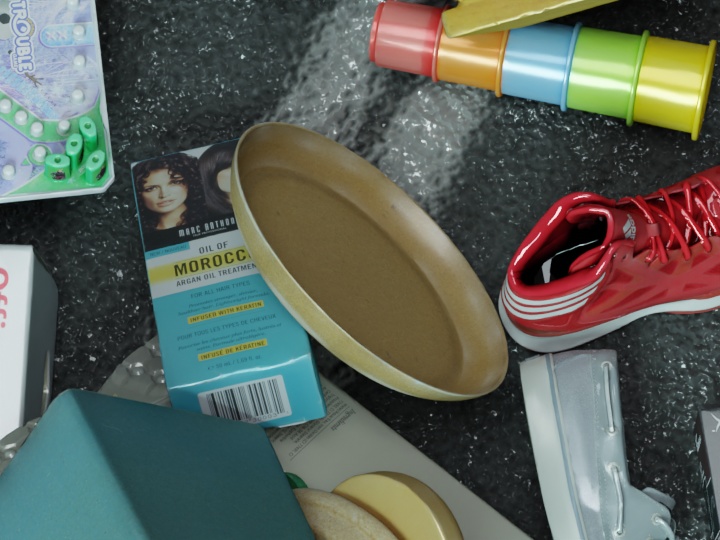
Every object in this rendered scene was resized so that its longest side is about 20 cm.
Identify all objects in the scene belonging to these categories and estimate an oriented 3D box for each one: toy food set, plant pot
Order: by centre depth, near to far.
[{"bbox_3d":[-0.097,0.187,1.485,0.141,0.141,0.200,-54,46,23],"label":"plant pot"},{"bbox_3d":[-0.007,0.204,1.569,0.049,0.198,0.200,-20,97,-40],"label":"toy food set"},{"bbox_3d":[0.000,0.000,1.628,0.027,0.200,0.200,-45,76,23],"label":"plant pot"}]

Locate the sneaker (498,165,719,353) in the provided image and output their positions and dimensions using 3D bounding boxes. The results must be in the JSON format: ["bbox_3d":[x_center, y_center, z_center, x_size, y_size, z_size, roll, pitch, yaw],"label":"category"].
[{"bbox_3d":[0.173,-0.017,1.646,0.200,0.116,0.078,-28,76,-3],"label":"sneaker"}]

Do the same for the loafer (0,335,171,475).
[{"bbox_3d":[-0.145,0.107,1.615,0.070,0.070,0.200,21,38,33],"label":"loafer"}]

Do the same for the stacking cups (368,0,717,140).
[{"bbox_3d":[0.106,-0.127,1.708,0.200,0.061,0.061,14,78,8],"label":"stacking cups"}]

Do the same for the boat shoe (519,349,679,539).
[{"bbox_3d":[0.141,0.137,1.634,0.071,0.070,0.201,-14,73,4],"label":"boat shoe"}]

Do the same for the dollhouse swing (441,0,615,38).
[{"bbox_3d":[0.125,-0.252,1.695,0.182,0.176,0.200,-15,90,20],"label":"dollhouse swing"}]

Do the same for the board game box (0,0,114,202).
[{"bbox_3d":[-0.250,-0.131,1.669,0.200,0.026,0.200,-6,68,-6],"label":"board game box"}]

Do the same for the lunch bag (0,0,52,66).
[{"bbox_3d":[-0.286,-0.141,1.729,0.200,0.076,0.160,23,77,8],"label":"lunch bag"}]

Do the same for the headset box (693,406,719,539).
[{"bbox_3d":[0.274,0.168,1.614,0.149,0.077,0.200,-9,77,2],"label":"headset box"}]

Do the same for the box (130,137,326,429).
[{"bbox_3d":[-0.076,0.009,1.636,0.082,0.049,0.200,-13,41,-1],"label":"box"}]

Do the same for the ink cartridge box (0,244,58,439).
[{"bbox_3d":[-0.281,0.060,1.672,0.200,0.088,0.145,2,76,2],"label":"ink cartridge box"}]

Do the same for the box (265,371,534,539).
[{"bbox_3d":[0.002,0.137,1.628,0.200,0.068,0.082,39,45,12],"label":"box"}]
